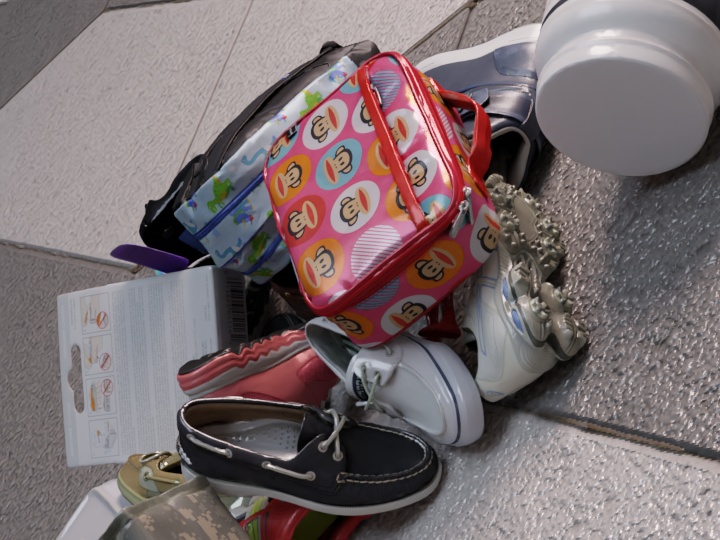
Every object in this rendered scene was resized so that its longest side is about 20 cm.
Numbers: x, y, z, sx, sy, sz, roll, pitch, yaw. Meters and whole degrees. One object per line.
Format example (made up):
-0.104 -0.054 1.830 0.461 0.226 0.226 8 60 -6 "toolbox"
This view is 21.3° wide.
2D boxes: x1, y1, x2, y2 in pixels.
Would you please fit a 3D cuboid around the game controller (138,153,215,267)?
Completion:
-0.129 -0.044 1.750 0.104 0.200 0.042 -41 66 8 "game controller"

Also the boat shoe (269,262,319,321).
0.000 0.000 1.590 0.199 0.070 0.071 -23 39 46 "boat shoe"

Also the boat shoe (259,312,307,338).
-0.070 0.096 1.598 0.072 0.067 0.201 -43 27 26 "boat shoe"

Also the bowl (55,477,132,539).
-0.220 0.273 1.637 0.201 0.074 0.200 -57 25 -1 "bowl"

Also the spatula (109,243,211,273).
-0.119 -0.011 1.683 0.056 0.198 0.021 148 119 -65 "spatula"

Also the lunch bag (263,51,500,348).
0.024 -0.061 1.413 0.176 0.082 0.201 -38 44 17 "lunch bag"

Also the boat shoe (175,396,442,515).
-0.040 0.128 1.396 0.198 0.061 0.074 6 41 15 "boat shoe"

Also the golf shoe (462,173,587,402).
0.101 0.011 1.403 0.097 0.078 0.201 -47 25 28 "golf shoe"

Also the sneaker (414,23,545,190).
0.081 -0.111 1.574 0.202 0.077 0.147 -22 39 48 "sneaker"

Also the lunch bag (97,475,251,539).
-0.148 0.278 1.385 0.200 0.164 0.117 -49 -17 31 "lunch bag"

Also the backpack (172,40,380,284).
-0.067 -0.086 1.619 0.199 0.155 0.163 -30 2 -39 "backpack"

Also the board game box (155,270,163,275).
-0.129 -0.060 1.909 0.200 0.045 0.152 -49 26 14 "board game box"

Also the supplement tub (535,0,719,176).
0.203 -0.184 1.379 0.140 0.140 0.201 -26 38 44 "supplement tub"

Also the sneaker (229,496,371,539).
-0.067 0.215 1.444 0.200 0.077 0.085 -48 32 15 "sneaker"

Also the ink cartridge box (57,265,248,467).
-0.183 0.088 1.688 0.199 0.047 0.162 -10 82 38 "ink cartridge box"

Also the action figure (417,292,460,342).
0.043 -0.037 1.494 0.066 0.051 0.202 117 152 -63 "action figure"

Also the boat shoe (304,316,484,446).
0.020 0.082 1.418 0.200 0.066 0.074 -146 47 -59 "boat shoe"

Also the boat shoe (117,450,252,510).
-0.134 0.176 1.573 0.200 0.073 0.064 16 99 56 "boat shoe"

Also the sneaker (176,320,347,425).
-0.055 0.090 1.515 0.199 0.088 0.073 -18 2 -37 "sneaker"

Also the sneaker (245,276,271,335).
-0.148 0.046 1.736 0.201 0.086 0.078 -61 -13 -15 "sneaker"
